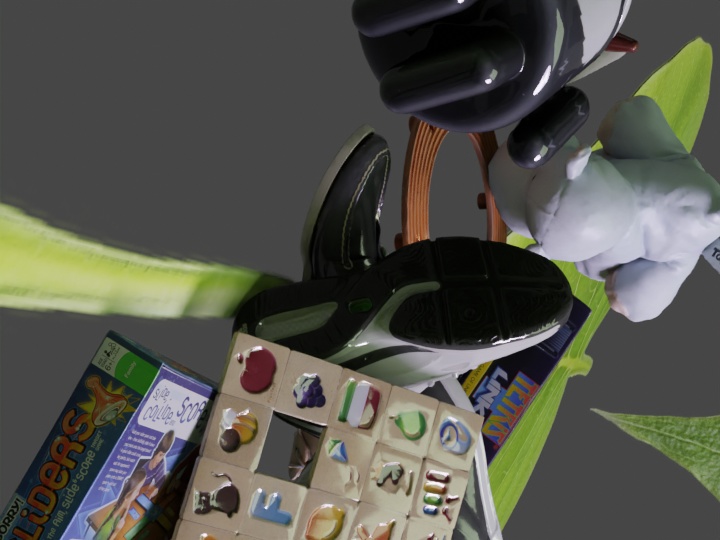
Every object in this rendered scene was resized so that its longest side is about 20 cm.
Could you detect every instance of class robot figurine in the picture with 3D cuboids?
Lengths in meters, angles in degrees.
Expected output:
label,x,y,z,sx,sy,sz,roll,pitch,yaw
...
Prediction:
label,x,y,z,sx,sy,sz,roll,pitch,yaw
robot figurine,0.077,-0.150,0.694,0.200,0.124,0.152,-39,152,-51

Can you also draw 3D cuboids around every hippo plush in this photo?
label,x,y,z,sx,sy,sz,roll,pitch,yaw
hippo plush,0.176,-0.031,0.939,0.159,0.200,0.161,-5,124,-30

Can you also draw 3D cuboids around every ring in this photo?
label,x,y,z,sx,sy,sz,roll,pitch,yaw
ring,0.065,-0.035,0.903,0.200,0.019,0.203,1,90,-65

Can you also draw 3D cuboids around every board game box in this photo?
label,x,y,z,sx,sy,sz,roll,pitch,yaw
board game box,-0.118,0.116,0.681,0.136,0.034,0.200,-60,164,-7
board game box,0.089,0.106,1.011,0.201,0.056,0.165,-54,179,-10

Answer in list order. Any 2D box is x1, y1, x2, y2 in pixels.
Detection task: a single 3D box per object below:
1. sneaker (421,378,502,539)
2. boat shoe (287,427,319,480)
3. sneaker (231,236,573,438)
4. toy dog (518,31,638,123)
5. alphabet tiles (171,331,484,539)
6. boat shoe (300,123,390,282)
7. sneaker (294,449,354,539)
label,x,y,z,sx,sy,sz,roll,pitch,yaw
sneaker,0.032,0.147,0.855,0.099,0.070,0.202,-22,99,-39
boat shoe,-0.020,0.139,0.958,0.065,0.072,0.201,-56,168,-22
sneaker,0.029,0.048,0.774,0.116,0.198,0.076,76,5,-55
toy dog,0.171,-0.162,1.005,0.133,0.096,0.200,-63,163,4
alphabet tiles,-0.025,0.154,0.693,0.008,0.166,0.202,3,-105,61
boat shoe,0.000,0.000,0.807,0.073,0.062,0.202,-44,155,-46
sneaker,-0.010,0.183,0.799,0.201,0.074,0.089,95,18,-46
